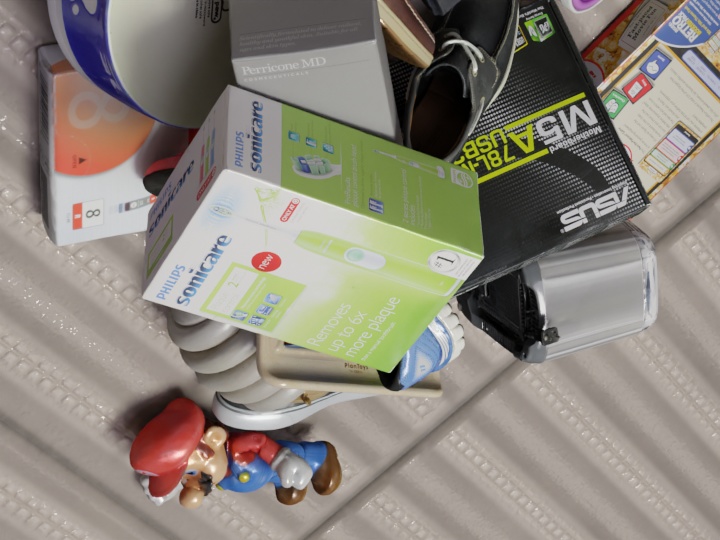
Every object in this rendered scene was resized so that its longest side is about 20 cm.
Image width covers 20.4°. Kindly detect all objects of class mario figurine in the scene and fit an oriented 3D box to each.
[{"bbox_3d":[-0.117,0.186,1.780,0.199,0.106,0.124,14,120,-37],"label":"mario figurine"}]

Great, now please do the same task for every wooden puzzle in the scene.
[{"bbox_3d":[0.000,0.000,1.639,0.185,0.201,0.046,6,166,-36],"label":"wooden puzzle"}]

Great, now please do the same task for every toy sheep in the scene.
[{"bbox_3d":[-0.092,0.041,1.667,0.138,0.138,0.200,-43,117,9],"label":"toy sheep"}]

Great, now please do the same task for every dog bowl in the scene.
[{"bbox_3d":[-0.121,-0.207,1.445,0.200,0.079,0.201,-22,127,-33],"label":"dog bowl"}]

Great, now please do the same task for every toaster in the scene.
[{"bbox_3d":[0.170,0.005,1.727,0.129,0.200,0.114,-13,110,-18],"label":"toaster"}]

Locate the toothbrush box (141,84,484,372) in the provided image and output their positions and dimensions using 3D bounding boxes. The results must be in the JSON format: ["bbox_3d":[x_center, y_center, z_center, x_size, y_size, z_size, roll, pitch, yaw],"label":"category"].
[{"bbox_3d":[-0.034,-0.025,1.408,0.199,0.086,0.146,19,135,-20],"label":"toothbrush box"}]

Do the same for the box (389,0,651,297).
[{"bbox_3d":[0.106,-0.096,1.630,0.199,0.194,0.048,-23,172,-9],"label":"box"}]

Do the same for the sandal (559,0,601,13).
[{"bbox_3d":[0.190,-0.263,1.582,0.082,0.050,0.203,-42,157,-6],"label":"sandal"}]

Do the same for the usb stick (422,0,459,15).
[{"bbox_3d":[0.120,-0.275,1.554,0.200,0.033,0.055,-42,142,-3],"label":"usb stick"}]

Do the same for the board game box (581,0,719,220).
[{"bbox_3d":[0.257,-0.155,1.748,0.200,0.046,0.151,-44,133,10],"label":"board game box"}]

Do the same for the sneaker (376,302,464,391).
[{"bbox_3d":[-0.004,0.009,1.559,0.089,0.078,0.200,-41,100,-26],"label":"sneaker"}]

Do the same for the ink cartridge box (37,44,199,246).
[{"bbox_3d":[-0.151,-0.108,1.566,0.199,0.050,0.163,-9,129,-18],"label":"ink cartridge box"}]

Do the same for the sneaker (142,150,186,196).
[{"bbox_3d":[-0.081,-0.112,1.570,0.199,0.087,0.074,-19,171,-11],"label":"sneaker"}]

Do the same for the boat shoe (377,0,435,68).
[{"bbox_3d":[0.007,-0.223,1.450,0.072,0.072,0.200,-53,133,-8],"label":"boat shoe"}]

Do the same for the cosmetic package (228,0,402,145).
[{"bbox_3d":[-0.027,-0.114,1.435,0.106,0.090,0.200,-9,141,5],"label":"cosmetic package"}]

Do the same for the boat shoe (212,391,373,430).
[{"bbox_3d":[-0.039,0.086,1.772,0.199,0.069,0.057,-14,130,-27],"label":"boat shoe"}]

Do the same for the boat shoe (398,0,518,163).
[{"bbox_3d":[0.079,-0.156,1.580,0.068,0.072,0.201,112,3,-73],"label":"boat shoe"}]
